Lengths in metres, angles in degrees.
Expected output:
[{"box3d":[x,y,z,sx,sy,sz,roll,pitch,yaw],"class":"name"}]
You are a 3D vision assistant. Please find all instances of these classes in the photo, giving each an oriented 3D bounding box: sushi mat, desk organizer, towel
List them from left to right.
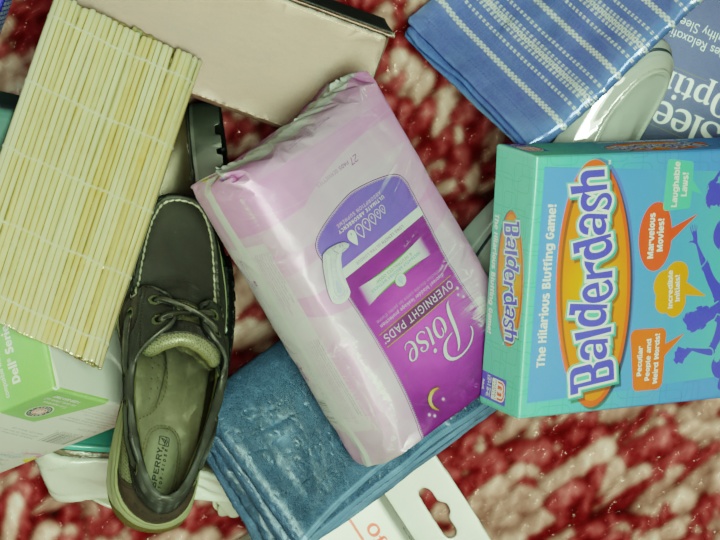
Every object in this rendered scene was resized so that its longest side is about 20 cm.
[{"box3d":[-0.160,-0.053,1.414,0.095,0.012,0.202,21,70,-14],"class":"sushi mat"},{"box3d":[-0.087,-0.144,1.493,0.198,0.072,0.078,19,101,-8],"class":"desk organizer"},{"box3d":[-0.001,0.077,1.508,0.199,0.049,0.112,-34,90,-25],"class":"towel"},{"box3d":[0.132,-0.174,1.481,0.200,0.145,0.024,-44,139,3],"class":"towel"}]

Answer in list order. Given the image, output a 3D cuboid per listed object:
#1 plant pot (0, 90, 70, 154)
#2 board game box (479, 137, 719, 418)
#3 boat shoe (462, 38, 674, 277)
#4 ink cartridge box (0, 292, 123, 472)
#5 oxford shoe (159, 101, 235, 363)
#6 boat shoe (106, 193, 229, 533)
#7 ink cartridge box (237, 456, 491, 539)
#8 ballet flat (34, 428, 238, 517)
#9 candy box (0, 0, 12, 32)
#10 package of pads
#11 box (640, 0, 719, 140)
[{"box3d":[-0.263,-0.044,1.466,0.198,0.141,0.143,-1,101,-14],"class":"plant pot"},{"box3d":[0.167,0.001,1.454,0.199,0.045,0.154,-4,104,-30],"class":"board game box"},{"box3d":[0.133,-0.048,1.491,0.073,0.067,0.201,14,117,-50],"class":"boat shoe"},{"box3d":[-0.241,0.081,1.475,0.199,0.117,0.068,-22,72,18],"class":"ink cartridge box"},{"box3d":[-0.118,0.000,1.520,0.084,0.073,0.202,-4,89,-2],"class":"oxford shoe"},{"box3d":[-0.104,0.047,1.429,0.073,0.065,0.202,7,72,-20],"class":"boat shoe"},{"box3d":[-0.015,0.204,1.564,0.199,0.068,0.117,-34,102,2],"class":"ink cartridge box"},{"box3d":[-0.105,0.122,1.549,0.198,0.069,0.070,4,100,-3],"class":"ballet flat"},{"box3d":[-0.268,-0.230,1.457,0.168,0.077,0.201,20,97,-8],"class":"candy box"},{"box3d":[0.000,0.000,1.441,0.120,0.075,0.201,-37,105,-26],"class":"package of pads"},{"box3d":[0.177,-0.105,1.544,0.120,0.032,0.201,21,99,-9],"class":"box"}]
